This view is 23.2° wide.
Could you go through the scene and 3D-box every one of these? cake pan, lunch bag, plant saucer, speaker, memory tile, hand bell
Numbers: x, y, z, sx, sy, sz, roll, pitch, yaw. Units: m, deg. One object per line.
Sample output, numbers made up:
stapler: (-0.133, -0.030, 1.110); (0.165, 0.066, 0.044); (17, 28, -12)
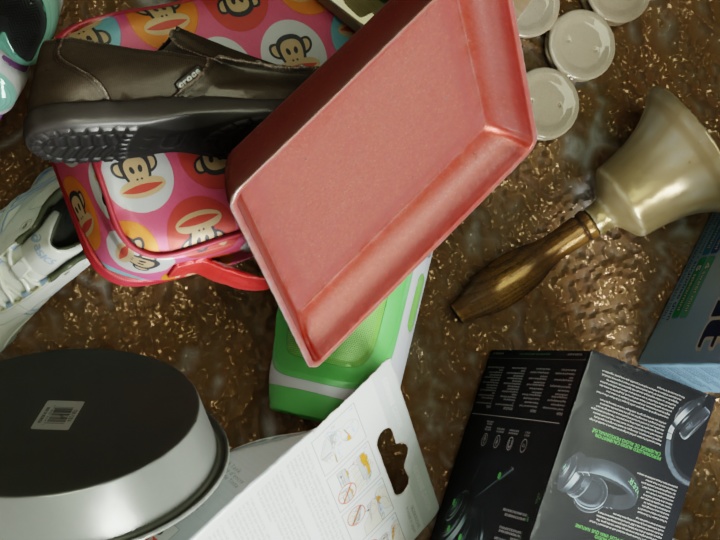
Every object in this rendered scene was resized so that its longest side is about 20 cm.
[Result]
cake pan: (-0.177, 0.100, 1.016); (0.200, 0.200, 0.037); (-10, 116, -16)
lunch bag: (-0.077, -0.073, 1.029); (0.200, 0.082, 0.176); (-17, 79, -27)
plant saucer: (0.010, -0.065, 0.963); (0.037, 0.200, 0.200); (38, 75, 27)
speaker: (0.000, 0.000, 1.127); (0.088, 0.088, 0.200); (15, 83, -14)
memory tile: (0.091, -0.196, 1.197); (0.200, 0.017, 0.153); (34, 79, -11)
hand bell: (0.147, -0.025, 1.181); (0.200, 0.104, 0.104); (-35, 97, -2)

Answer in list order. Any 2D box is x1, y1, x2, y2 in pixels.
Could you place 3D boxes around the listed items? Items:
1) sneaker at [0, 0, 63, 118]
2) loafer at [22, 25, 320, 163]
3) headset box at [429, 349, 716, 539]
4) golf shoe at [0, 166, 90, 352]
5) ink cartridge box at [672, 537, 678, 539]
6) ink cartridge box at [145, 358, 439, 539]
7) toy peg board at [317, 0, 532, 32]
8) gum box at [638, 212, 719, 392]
sneaker: (-0.231, -0.140, 1.070); (0.078, 0.200, 0.140); (36, 34, -20)
loafer: (-0.085, -0.103, 0.951); (0.200, 0.073, 0.071); (-3, 75, -27)
headset box: (0.120, 0.157, 1.106); (0.093, 0.174, 0.200); (21, 81, -14)
golf shoe: (-0.210, -0.006, 1.063); (0.200, 0.097, 0.078); (-46, 100, -12)
ink cartridge box: (0.228, 0.264, 1.147); (0.200, 0.145, 0.145); (24, 82, -13)
ink cartridge box: (-0.047, 0.159, 1.087); (0.200, 0.050, 0.162); (-43, 139, -24)
toy peg board: (0.046, -0.239, 1.013); (0.200, 0.098, 0.199); (38, 79, -11)
gum box: (0.274, -0.003, 1.144); (0.045, 0.200, 0.170); (30, 80, -12)
